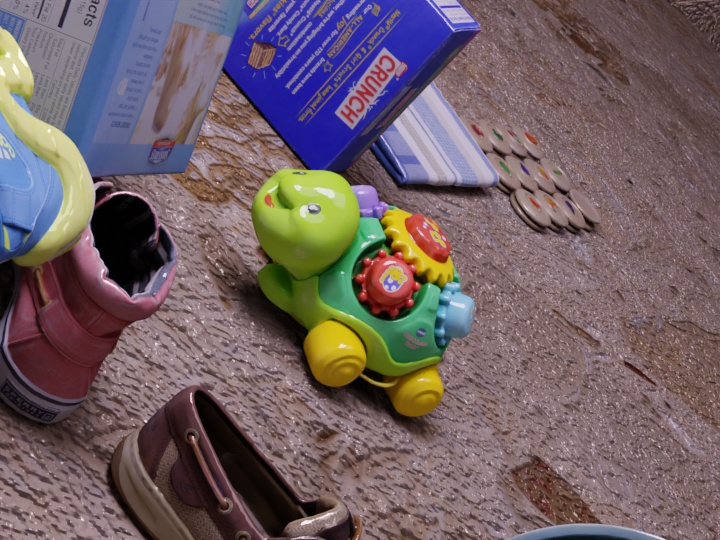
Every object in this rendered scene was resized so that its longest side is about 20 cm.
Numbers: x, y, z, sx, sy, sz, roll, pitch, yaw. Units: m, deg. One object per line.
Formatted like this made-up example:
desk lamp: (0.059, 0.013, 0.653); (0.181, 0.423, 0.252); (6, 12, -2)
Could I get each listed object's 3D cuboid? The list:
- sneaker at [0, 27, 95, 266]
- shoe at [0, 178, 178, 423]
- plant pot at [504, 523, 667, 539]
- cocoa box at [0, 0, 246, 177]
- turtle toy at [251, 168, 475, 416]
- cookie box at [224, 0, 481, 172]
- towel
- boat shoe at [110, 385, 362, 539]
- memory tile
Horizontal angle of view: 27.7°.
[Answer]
sneaker: (-0.191, -0.083, 0.609); (0.200, 0.076, 0.105); (50, 16, -6)
shoe: (-0.137, -0.014, 0.760); (0.071, 0.091, 0.201); (36, 25, -23)
plant pot: (0.131, 0.232, 0.714); (0.201, 0.200, 0.188); (56, 11, 23)
cocoa box: (-0.155, -0.132, 0.777); (0.130, 0.135, 0.200); (22, 8, 7)
turtle toy: (0.000, 0.000, 0.963); (0.199, 0.101, 0.146); (25, 30, -41)
cookie box: (-0.032, -0.205, 1.160); (0.200, 0.171, 0.075); (50, 26, 7)
towel: (0.048, -0.135, 1.376); (0.147, 0.024, 0.199); (56, 26, 16)
boat shoe: (-0.033, 0.140, 0.712); (0.200, 0.072, 0.072); (49, 23, 4)
memory tile: (0.181, -0.102, 1.561); (0.154, 0.017, 0.199); (54, 23, 17)
